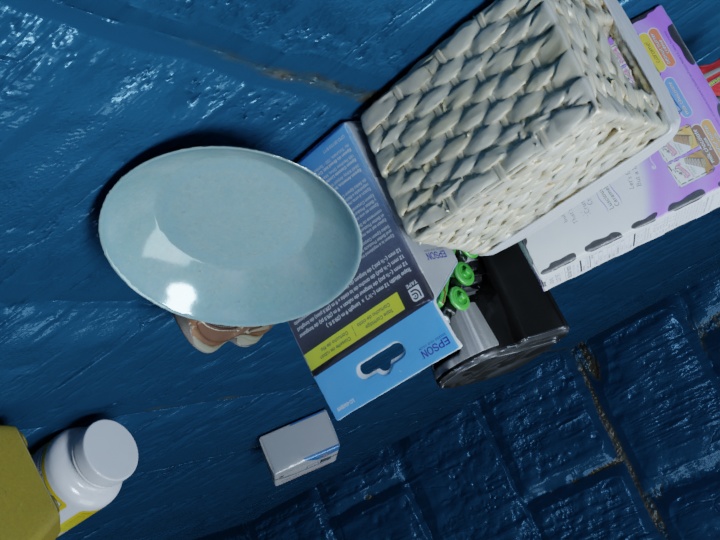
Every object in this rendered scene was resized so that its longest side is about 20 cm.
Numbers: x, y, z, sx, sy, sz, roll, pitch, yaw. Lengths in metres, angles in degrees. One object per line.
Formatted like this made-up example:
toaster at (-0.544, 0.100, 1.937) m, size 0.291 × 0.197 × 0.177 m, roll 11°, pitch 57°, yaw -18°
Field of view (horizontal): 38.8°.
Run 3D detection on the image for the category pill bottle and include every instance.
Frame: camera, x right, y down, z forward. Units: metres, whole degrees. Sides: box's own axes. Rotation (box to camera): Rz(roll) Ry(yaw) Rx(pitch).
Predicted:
pill bottle at (-0.379, 0.272, 1.331) m, size 0.199 × 0.112 × 0.111 m, roll -34°, pitch 162°, yaw 33°

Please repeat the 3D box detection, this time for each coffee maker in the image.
coffee maker at (0.125, -0.001, 1.037) m, size 0.191 × 0.201 × 0.135 m, roll -21°, pitch 165°, yaw -13°

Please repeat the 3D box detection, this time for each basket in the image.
basket at (0.114, -0.115, 0.778) m, size 0.199 × 0.137 × 0.123 m, roll -35°, pitch 158°, yaw 33°

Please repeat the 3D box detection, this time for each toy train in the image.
toy train at (0.079, -0.037, 0.917) m, size 0.056 × 0.201 × 0.042 m, roll 34°, pitch 137°, yaw -19°

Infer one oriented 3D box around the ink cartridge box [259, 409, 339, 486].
ink cartridge box at (-0.125, 0.365, 2.092) m, size 0.145 × 0.086 × 0.200 m, roll -22°, pitch 163°, yaw -10°

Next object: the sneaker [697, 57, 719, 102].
sneaker at (0.269, -0.161, 0.974) m, size 0.198 × 0.086 × 0.077 m, roll -7°, pitch 163°, yaw 22°

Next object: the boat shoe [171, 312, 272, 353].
boat shoe at (-0.127, 0.033, 1.018) m, size 0.071 × 0.076 × 0.200 m, roll -32°, pitch 173°, yaw 12°

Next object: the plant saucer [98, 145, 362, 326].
plant saucer at (-0.097, -0.032, 0.785) m, size 0.199 × 0.039 × 0.202 m, roll 1°, pitch 138°, yaw 1°

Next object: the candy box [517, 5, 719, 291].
candy box at (0.210, -0.103, 0.890) m, size 0.199 × 0.169 × 0.072 m, roll -26°, pitch 163°, yaw 8°

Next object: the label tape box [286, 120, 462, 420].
label tape box at (0.000, 0.000, 0.845) m, size 0.143 × 0.201 × 0.066 m, roll -35°, pitch 166°, yaw 34°

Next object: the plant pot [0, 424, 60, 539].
plant pot at (-0.441, 0.277, 1.120) m, size 0.199 × 0.197 × 0.194 m, roll -25°, pitch 166°, yaw -24°
